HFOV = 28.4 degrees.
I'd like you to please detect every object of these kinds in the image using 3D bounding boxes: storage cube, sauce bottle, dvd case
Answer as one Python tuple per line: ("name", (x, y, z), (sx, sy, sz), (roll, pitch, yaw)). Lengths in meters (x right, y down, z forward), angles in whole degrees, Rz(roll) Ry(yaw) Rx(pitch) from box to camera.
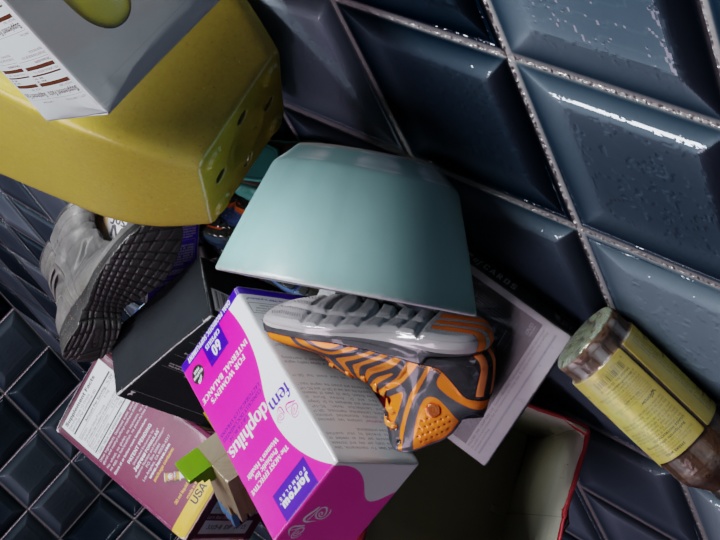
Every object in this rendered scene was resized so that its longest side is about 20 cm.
("storage cube", (0.085, 0.201, 1.318), (0.198, 0.172, 0.180), (18, 168, -6))
("sauce bottle", (0.235, 0.115, 1.054), (0.200, 0.065, 0.065), (45, 163, -4))
("dvd case", (0.061, 0.047, 1.175), (0.199, 0.025, 0.151), (36, 121, 10))

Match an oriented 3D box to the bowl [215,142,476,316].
("bowl", (-0.002, -0.034, 1.067), (0.199, 0.106, 0.201), (10, 180, 0))

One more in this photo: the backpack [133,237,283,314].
("backpack", (-0.159, 0.043, 1.561), (0.183, 0.147, 0.200), (43, -178, -21))

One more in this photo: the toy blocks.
("toy blocks", (-0.069, 0.172, 1.350), (0.100, 0.199, 0.137), (43, 159, 31))

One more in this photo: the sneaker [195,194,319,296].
("sneaker", (-0.078, -0.019, 1.363), (0.199, 0.075, 0.079), (33, 166, 38))

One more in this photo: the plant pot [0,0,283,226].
("plant pot", (-0.171, -0.146, 1.118), (0.199, 0.195, 0.196), (29, 161, 9))

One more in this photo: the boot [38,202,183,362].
("boot", (-0.245, -0.022, 1.328), (0.069, 0.200, 0.132), (11, -137, -41))

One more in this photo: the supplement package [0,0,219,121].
("supplement package", (-0.185, -0.233, 0.907), (0.200, 0.192, 0.147), (48, 163, -22))

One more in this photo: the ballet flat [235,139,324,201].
("ballet flat", (-0.051, -0.079, 1.238), (0.070, 0.068, 0.199), (24, 178, -40))

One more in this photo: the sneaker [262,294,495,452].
("sneaker", (0.011, 0.087, 1.155), (0.198, 0.078, 0.113), (9, 112, 24))

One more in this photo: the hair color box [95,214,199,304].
("hair color box", (-0.206, -0.081, 1.365), (0.109, 0.064, 0.202), (25, 116, 44))

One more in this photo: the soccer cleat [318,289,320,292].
("soccer cleat", (0.000, 0.000, 1.244), (0.200, 0.067, 0.077), (41, 137, 15))

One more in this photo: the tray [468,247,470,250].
("tray", (0.055, 0.004, 1.256), (0.107, 0.022, 0.200), (49, 162, -24))

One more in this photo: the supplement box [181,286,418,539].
("supplement box", (-0.055, 0.122, 1.214), (0.103, 0.101, 0.200), (9, -143, -46))

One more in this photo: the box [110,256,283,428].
("box", (-0.120, 0.084, 1.375), (0.199, 0.141, 0.079), (26, -145, -41))

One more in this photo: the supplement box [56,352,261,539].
("supplement box", (-0.191, 0.181, 1.467), (0.199, 0.104, 0.131), (35, -173, 28))
